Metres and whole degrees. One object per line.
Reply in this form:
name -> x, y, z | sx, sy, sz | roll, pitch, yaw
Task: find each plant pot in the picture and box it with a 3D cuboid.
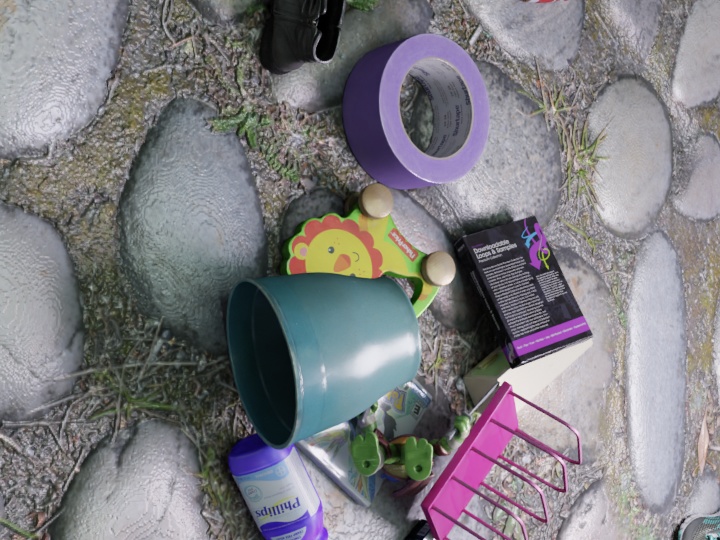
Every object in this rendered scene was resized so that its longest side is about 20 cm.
plant pot -> -0.037, 0.091, 1.313 | 0.186, 0.199, 0.203 | -12, 95, -27

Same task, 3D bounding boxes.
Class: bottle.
bottle -> -0.090, 0.295, 1.355 | 0.065, 0.083, 0.202 | -67, 136, -69

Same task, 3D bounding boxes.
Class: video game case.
video game case -> -0.009, 0.180, 1.458 | 0.200, 0.022, 0.183 | 47, 62, -26

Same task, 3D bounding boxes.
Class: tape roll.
tape roll -> 0.078, -0.215, 1.503 | 0.198, 0.085, 0.203 | 1, 88, -37

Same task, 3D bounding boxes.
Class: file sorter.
file sorter -> 0.192, 0.281, 1.448 | 0.201, 0.125, 0.139 | -52, 152, -19

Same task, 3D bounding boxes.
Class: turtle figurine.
turtle figurine -> 0.059, 0.191, 1.396 | 0.143, 0.194, 0.201 | 36, 98, 8

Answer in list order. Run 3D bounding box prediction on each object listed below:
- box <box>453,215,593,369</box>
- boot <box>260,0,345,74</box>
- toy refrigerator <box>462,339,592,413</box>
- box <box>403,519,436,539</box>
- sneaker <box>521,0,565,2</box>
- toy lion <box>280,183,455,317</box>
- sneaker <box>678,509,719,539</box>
box -> 0.235, 0.028, 1.589 | 0.142, 0.036, 0.202 | -15, 75, -31
boot -> -0.063, -0.347, 1.371 | 0.069, 0.131, 0.203 | 1, 88, -36
toy refrigerator -> 0.247, 0.129, 1.622 | 0.199, 0.076, 0.071 | -35, 109, -32
box -> 0.067, 0.460, 1.493 | 0.200, 0.038, 0.137 | -44, 113, -30
sneaker -> 0.291, -0.510, 1.685 | 0.111, 0.071, 0.203 | -4, 98, -33
toy lion -> 0.000, 0.000, 1.438 | 0.200, 0.069, 0.192 | 45, 68, -12
sneaker -> 0.623, 0.451, 1.882 | 0.198, 0.091, 0.079 | -12, 94, -37
